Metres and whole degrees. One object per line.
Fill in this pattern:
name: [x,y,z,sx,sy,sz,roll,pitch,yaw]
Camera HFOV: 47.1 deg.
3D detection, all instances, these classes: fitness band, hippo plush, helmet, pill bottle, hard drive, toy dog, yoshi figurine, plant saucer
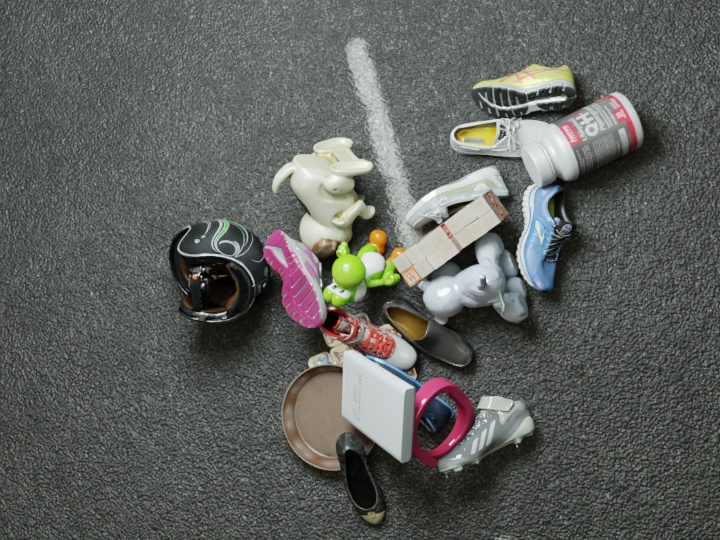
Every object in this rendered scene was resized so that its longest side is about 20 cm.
fitness band: [0.138,0.272,1.471,0.037,0.200,0.144,29,78,39]
hippo plush: [0.203,0.047,1.505,0.160,0.200,0.160,-25,112,27]
helmet: [-0.273,-0.005,1.583,0.198,0.191,0.202,-2,115,-4]
pill bottle: [0.396,-0.229,1.491,0.199,0.111,0.111,-27,80,0]
hard drive: [0.028,0.233,1.449,0.026,0.200,0.133,-6,107,-30]
toy dog: [-0.064,-0.120,1.561,0.193,0.202,0.139,-19,39,-26]
yoshi figurine: [0.008,-0.008,1.515,0.112,0.200,0.113,-5,113,39]
plant saucer: [-0.054,0.279,1.581,0.198,0.034,0.202,0,89,17]

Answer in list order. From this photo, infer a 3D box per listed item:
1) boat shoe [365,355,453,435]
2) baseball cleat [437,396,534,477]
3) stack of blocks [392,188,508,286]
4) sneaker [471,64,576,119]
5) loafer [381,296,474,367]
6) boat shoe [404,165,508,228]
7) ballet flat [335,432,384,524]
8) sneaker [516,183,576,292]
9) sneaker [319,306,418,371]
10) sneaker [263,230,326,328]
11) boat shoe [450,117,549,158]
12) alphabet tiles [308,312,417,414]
boat shoe: [0.080,0.232,1.517,0.199,0.084,0.069,34,78,-3]
baseball cleat: [0.216,0.292,1.501,0.199,0.070,0.107,-21,83,-16]
stack of blocks: [0.164,-0.060,1.498,0.199,0.115,0.059,-36,91,24]
sneaker: [0.309,-0.345,1.559,0.198,0.078,0.091,2,54,20]
loafer: [0.122,0.122,1.542,0.199,0.072,0.073,30,98,8]
boat shoe: [0.179,-0.127,1.560,0.201,0.074,0.065,-25,76,2]
ballet flat: [-0.004,0.392,1.529,0.066,0.057,0.201,-17,110,9]
sneaker: [0.340,-0.061,1.500,0.089,0.078,0.202,-3,83,52]
sneaker: [0.010,0.129,1.537,0.200,0.108,0.068,29,91,13]
sneaker: [-0.102,0.015,1.533,0.081,0.088,0.201,-38,63,31]
boat shoe: [0.266,-0.255,1.543,0.200,0.086,0.075,3,87,10]
alphabet tiles: [0.002,0.190,1.597,0.194,0.015,0.202,-23,80,9]
